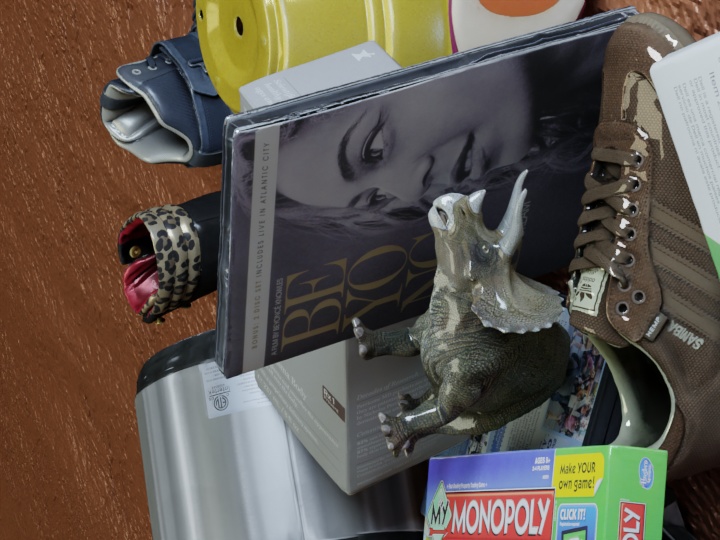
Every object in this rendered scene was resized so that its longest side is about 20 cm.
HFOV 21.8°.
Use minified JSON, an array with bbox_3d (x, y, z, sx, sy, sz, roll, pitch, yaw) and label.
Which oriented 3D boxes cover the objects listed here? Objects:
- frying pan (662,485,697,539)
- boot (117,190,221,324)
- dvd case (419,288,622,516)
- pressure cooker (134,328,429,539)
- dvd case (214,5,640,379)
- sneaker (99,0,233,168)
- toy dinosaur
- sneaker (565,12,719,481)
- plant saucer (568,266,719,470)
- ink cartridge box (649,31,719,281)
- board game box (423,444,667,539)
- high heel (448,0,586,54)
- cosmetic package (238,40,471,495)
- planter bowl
[{"bbox_3d":[0.149,0.139,0.962,0.191,0.031,0.115,70,161,2],"label":"frying pan"},{"bbox_3d":[-0.088,-0.008,1.259,0.074,0.150,0.200,66,157,13],"label":"boot"},{"bbox_3d":[0.083,0.079,0.946,0.200,0.017,0.144,-155,81,-74],"label":"dvd case"},{"bbox_3d":[-0.041,0.141,1.097,0.175,0.178,0.202,-29,66,47],"label":"pressure cooker"},{"bbox_3d":[0.030,-0.033,0.828,0.016,0.199,0.149,56,153,37],"label":"dvd case"},{"bbox_3d":[-0.113,-0.157,1.219,0.203,0.145,0.077,64,158,24],"label":"sneaker"},{"bbox_3d":[0.059,0.044,0.864,0.200,0.102,0.077,56,-164,-57],"label":"toy dinosaur"},{"bbox_3d":[0.123,-0.005,0.794,0.070,0.075,0.202,12,117,65],"label":"sneaker"},{"bbox_3d":[0.154,-0.007,0.857,0.200,0.029,0.201,48,148,44],"label":"plant saucer"},{"bbox_3d":[0.203,-0.036,0.647,0.200,0.087,0.146,-19,89,69],"label":"ink cartridge box"},{"bbox_3d":[0.073,0.148,0.826,0.200,0.029,0.136,159,117,-70],"label":"board game box"},{"bbox_3d":[0.075,-0.111,0.931,0.096,0.067,0.202,-69,-12,-73],"label":"high heel"},{"bbox_3d":[0.000,0.000,0.942,0.107,0.090,0.201,47,152,42],"label":"cosmetic package"},{"bbox_3d":[-0.034,-0.135,1.001,0.200,0.083,0.202,30,126,54],"label":"planter bowl"}]
